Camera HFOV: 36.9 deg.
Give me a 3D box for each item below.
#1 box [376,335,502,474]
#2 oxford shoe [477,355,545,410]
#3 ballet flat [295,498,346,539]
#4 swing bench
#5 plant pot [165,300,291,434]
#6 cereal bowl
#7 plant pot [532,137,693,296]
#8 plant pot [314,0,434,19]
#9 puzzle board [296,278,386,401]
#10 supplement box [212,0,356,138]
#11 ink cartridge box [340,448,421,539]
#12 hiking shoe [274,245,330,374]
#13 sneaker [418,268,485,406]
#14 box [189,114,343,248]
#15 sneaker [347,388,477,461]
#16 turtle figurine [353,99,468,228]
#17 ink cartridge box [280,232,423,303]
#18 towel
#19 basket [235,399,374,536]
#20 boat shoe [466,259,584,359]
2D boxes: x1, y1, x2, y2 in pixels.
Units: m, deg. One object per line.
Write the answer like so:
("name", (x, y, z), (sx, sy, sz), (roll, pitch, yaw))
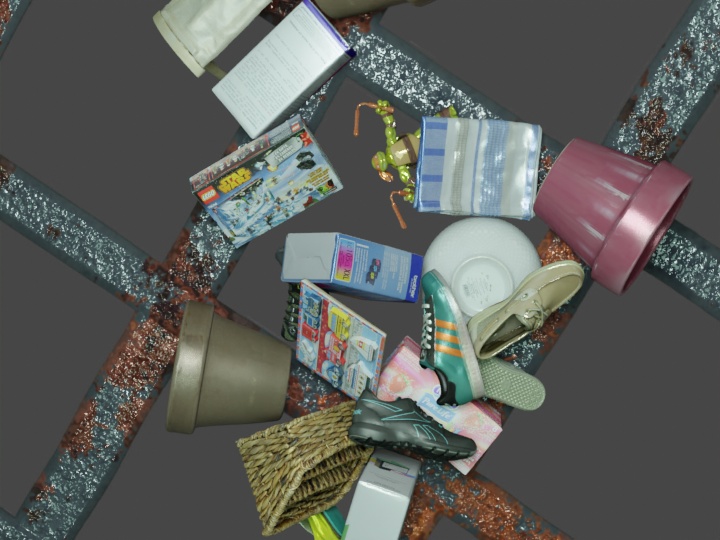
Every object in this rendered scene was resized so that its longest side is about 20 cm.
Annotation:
("box", (0.116, 0.206, 1.671), (0.199, 0.103, 0.095), (40, 98, 1))
("oxford shoe", (0.192, 0.157, 1.662), (0.198, 0.058, 0.076), (27, 91, -14))
("ballet flat", (-0.090, 0.353, 1.730), (0.066, 0.067, 0.202), (-25, 95, 24))
("swing bench", (-0.189, -0.394, 1.587), (0.199, 0.200, 0.130), (-42, 91, 8))
("plant pot", (-0.197, 0.157, 1.651), (0.171, 0.200, 0.204), (9, 97, -6))
("cereal bowl", (0.186, 0.021, 1.655), (0.196, 0.083, 0.204), (1, 97, 5))
("plant pot", (0.359, -0.095, 1.581), (0.178, 0.200, 0.202), (34, 98, 16))
("plant pot", (0.011, -0.455, 1.583), (0.173, 0.200, 0.203), (-23, 94, 25))
("puzzle board", (-0.034, 0.115, 1.590), (0.150, 0.201, 0.017), (34, 56, 19))
("supplement box", (-0.114, -0.301, 1.640), (0.200, 0.101, 0.104), (-43, 91, 8))
("ink cartridge box", (0.028, 0.372, 1.649), (0.083, 0.200, 0.147), (18, 98, 6))
("hiking shoe", (-0.092, 0.062, 1.689), (0.100, 0.076, 0.202), (-31, 93, 5))
("sneaker", (0.117, 0.102, 1.588), (0.079, 0.071, 0.203), (-19, 88, -6))
("box", (-0.143, -0.134, 1.653), (0.198, 0.040, 0.137), (-28, 134, 7))
("sneaker", (0.082, 0.228, 1.587), (0.197, 0.075, 0.081), (15, 66, -13))
("turtle figurine", (0.084, -0.177, 1.653), (0.159, 0.064, 0.203), (-20, 85, 0))
("ink cartridge box", (0.000, 0.000, 1.613), (0.198, 0.135, 0.078), (12, 84, -37))
("towel", (0.179, -0.154, 1.630), (0.196, 0.024, 0.150), (3, 100, -16))
("basket", (-0.062, 0.289, 1.617), (0.141, 0.199, 0.151), (-24, 80, 33))
("boat shoe", (0.245, 0.061, 1.579), (0.198, 0.065, 0.072), (-33, 123, 14))
